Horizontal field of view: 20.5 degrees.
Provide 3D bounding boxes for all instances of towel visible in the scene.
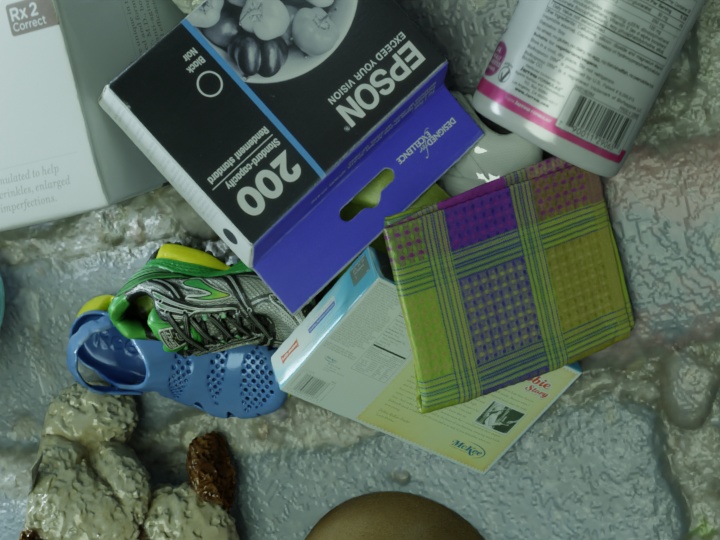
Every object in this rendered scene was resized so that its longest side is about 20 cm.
[{"bbox_3d":[0.106,0.005,1.382,0.023,0.199,0.145,3,110,56],"label":"towel"}]

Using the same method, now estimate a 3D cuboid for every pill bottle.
[{"bbox_3d":[0.166,-0.175,1.334,0.113,0.113,0.201,29,99,13],"label":"pill bottle"}]

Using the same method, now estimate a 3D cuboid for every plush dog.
[{"bbox_3d":[-0.178,0.207,1.566,0.170,0.161,0.202,11,107,-5],"label":"plush dog"}]

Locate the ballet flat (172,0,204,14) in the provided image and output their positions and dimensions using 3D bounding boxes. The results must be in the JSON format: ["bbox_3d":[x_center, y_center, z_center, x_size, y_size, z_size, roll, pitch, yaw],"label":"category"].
[{"bbox_3d":[-0.092,-0.201,1.436,0.071,0.072,0.200,-24,122,24],"label":"ballet flat"}]

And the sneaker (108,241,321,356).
[{"bbox_3d":[-0.102,0.037,1.467,0.199,0.085,0.079,5,128,41],"label":"sneaker"}]

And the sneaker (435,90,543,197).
[{"bbox_3d":[0.043,-0.093,1.447,0.198,0.074,0.088,19,92,14],"label":"sneaker"}]

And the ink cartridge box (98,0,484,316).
[{"bbox_3d":[-0.040,-0.109,1.354,0.198,0.043,0.200,-44,94,-17],"label":"ink cartridge box"}]

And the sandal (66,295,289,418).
[{"bbox_3d":[-0.147,0.075,1.542,0.198,0.087,0.080,8,103,18],"label":"sandal"}]

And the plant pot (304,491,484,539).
[{"bbox_3d":[-0.001,0.285,1.471,0.184,0.200,0.189,5,105,19],"label":"plant pot"}]

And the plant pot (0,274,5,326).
[{"bbox_3d":[-0.406,0.043,1.584,0.201,0.200,0.161,47,127,5],"label":"plant pot"}]

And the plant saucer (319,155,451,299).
[{"bbox_3d":[0.000,0.000,1.452,0.198,0.031,0.201,17,132,20],"label":"plant saucer"}]

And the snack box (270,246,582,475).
[{"bbox_3d":[0.049,0.068,1.420,0.199,0.037,0.116,25,119,-33],"label":"snack box"}]

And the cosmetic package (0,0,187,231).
[{"bbox_3d":[-0.211,-0.131,1.447,0.163,0.200,0.167,-10,99,31],"label":"cosmetic package"}]
